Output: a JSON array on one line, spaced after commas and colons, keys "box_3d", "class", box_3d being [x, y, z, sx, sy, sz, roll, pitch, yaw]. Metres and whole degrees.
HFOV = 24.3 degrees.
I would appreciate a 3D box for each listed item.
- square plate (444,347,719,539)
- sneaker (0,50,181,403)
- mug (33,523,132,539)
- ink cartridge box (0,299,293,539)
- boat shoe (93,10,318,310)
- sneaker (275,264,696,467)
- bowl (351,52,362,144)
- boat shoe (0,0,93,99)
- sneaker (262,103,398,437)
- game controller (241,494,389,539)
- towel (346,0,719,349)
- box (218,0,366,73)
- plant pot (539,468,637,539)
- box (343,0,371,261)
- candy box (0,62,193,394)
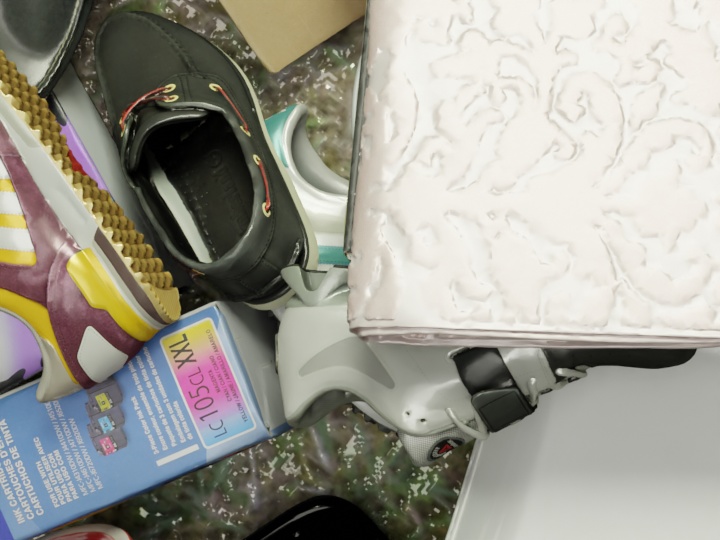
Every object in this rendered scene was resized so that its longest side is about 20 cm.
[{"box_3d": [0.150, 0.102, 0.782, 0.199, 0.028, 0.199, 15, 80, 12], "class": "square plate"}, {"box_3d": [-0.175, -0.033, 0.787, 0.090, 0.075, 0.200, -37, 83, 4], "class": "sneaker"}, {"box_3d": [-0.144, 0.250, 0.846, 0.177, 0.133, 0.201, -23, 110, -2], "class": "mug"}, {"box_3d": [-0.135, 0.085, 0.879, 0.199, 0.136, 0.077, -22, 87, 9], "class": "ink cartridge box"}, {"box_3d": [-0.089, -0.069, 0.856, 0.074, 0.063, 0.202, -38, 57, 11], "class": "boat shoe"}, {"box_3d": [0.055, 0.048, 0.762, 0.199, 0.074, 0.089, 1, 77, 22], "class": "sneaker"}, {"box_3d": [0.099, -0.077, 0.856, 0.200, 0.090, 0.202, 1, 96, 8], "class": "bowl"}, {"box_3d": [-0.158, -0.176, 0.840, 0.071, 0.068, 0.201, 18, 84, -17], "class": "boat shoe"}, {"box_3d": [0.000, 0.000, 0.886, 0.093, 0.070, 0.200, -43, 86, 14], "class": "sneaker"}, {"box_3d": [-0.064, 0.202, 0.918, 0.200, 0.042, 0.104, -35, 125, 9], "class": "game controller"}, {"box_3d": [0.094, -0.064, 0.722, 0.190, 0.032, 0.201, 2, 74, 8], "class": "towel"}, {"box_3d": [-0.031, -0.216, 0.832, 0.163, 0.021, 0.200, -32, 125, 5], "class": "box"}, {"box_3d": [0.121, 0.191, 0.860, 0.141, 0.141, 0.200, 37, 94, 2], "class": "plant pot"}, {"box_3d": [0.098, -0.073, 0.772, 0.199, 0.049, 0.161, 5, 84, 7], "class": "box"}, {"box_3d": [-0.221, -0.013, 0.913, 0.199, 0.072, 0.168, -29, 92, 9], "class": "candy box"}]
